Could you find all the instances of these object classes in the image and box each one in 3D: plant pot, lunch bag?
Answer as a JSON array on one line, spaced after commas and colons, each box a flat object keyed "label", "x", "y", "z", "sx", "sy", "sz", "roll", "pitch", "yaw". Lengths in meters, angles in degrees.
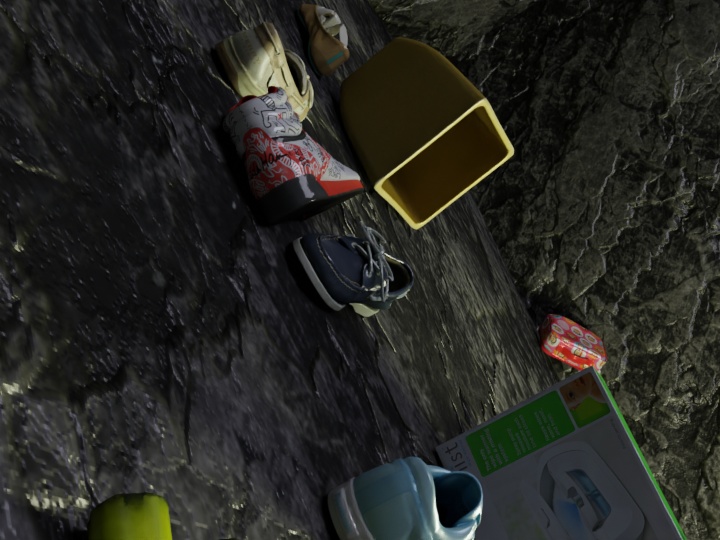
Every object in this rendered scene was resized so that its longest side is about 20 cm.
[{"label": "plant pot", "x": 0.079, "y": -0.220, "z": 1.400, "sx": 0.201, "sy": 0.193, "sz": 0.195, "roll": 57, "pitch": 9, "yaw": 26}, {"label": "lunch bag", "x": 0.615, "y": 0.220, "z": 2.744, "sx": 0.198, "sy": 0.083, "sz": 0.177, "roll": 27, "pitch": 24, "yaw": -6}]

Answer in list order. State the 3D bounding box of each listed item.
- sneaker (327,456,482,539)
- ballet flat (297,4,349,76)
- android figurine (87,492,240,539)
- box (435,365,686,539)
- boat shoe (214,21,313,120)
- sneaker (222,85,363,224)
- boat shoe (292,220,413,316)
[{"label": "sneaker", "x": 0.055, "y": 0.176, "z": 0.642, "sx": 0.200, "sy": 0.081, "sz": 0.075, "roll": 43, "pitch": 23, "yaw": -58}, {"label": "ballet flat", "x": -0.050, "y": -0.354, "z": 1.426, "sx": 0.069, "sy": 0.062, "sz": 0.201, "roll": 53, "pitch": 15, "yaw": -38}, {"label": "android figurine", "x": -0.046, "y": 0.177, "z": 0.313, "sx": 0.182, "sy": 0.041, "sz": 0.202, "roll": 50, "pitch": 16, "yaw": -48}, {"label": "box", "x": 0.193, "y": 0.225, "z": 0.894, "sx": 0.097, "sy": 0.175, "sz": 0.202, "roll": 38, "pitch": 26, "yaw": -62}, {"label": "boat shoe", "x": -0.079, "y": -0.197, "z": 0.948, "sx": 0.074, "sy": 0.063, "sz": 0.200, "roll": 64, "pitch": 12, "yaw": 12}, {"label": "sneaker", "x": -0.056, "y": -0.104, "z": 0.830, "sx": 0.109, "sy": 0.067, "sz": 0.201, "roll": 64, "pitch": 14, "yaw": 0}, {"label": "boat shoe", "x": 0.000, "y": 0.000, "z": 0.849, "sx": 0.076, "sy": 0.061, "sz": 0.200, "roll": 68, "pitch": 14, "yaw": 20}]
